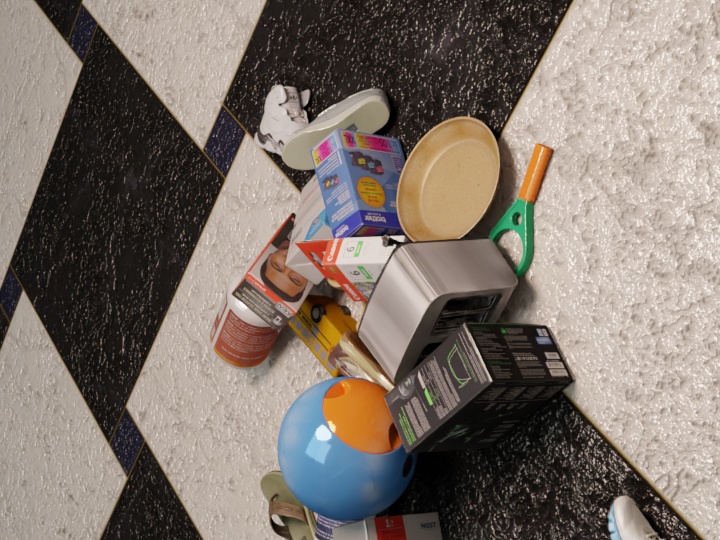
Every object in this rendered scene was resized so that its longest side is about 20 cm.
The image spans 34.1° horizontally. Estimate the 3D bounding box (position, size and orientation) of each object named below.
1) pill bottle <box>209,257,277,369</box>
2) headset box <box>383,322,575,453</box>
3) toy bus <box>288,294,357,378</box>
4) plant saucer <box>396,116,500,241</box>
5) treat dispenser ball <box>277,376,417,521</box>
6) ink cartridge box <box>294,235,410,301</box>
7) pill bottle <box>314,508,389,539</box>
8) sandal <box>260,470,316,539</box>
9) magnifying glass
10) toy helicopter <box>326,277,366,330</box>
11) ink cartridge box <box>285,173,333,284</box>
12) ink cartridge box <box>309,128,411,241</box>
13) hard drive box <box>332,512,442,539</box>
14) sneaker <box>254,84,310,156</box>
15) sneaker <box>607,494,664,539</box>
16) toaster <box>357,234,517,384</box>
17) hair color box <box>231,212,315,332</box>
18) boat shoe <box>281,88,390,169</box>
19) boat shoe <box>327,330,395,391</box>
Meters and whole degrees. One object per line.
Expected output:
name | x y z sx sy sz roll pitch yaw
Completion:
pill bottle | -0.183 0.071 2.004 0.113 0.111 0.201 65 146 30
headset box | 0.156 0.165 1.599 0.200 0.173 0.093 -47 55 36
toy bus | -0.038 0.112 1.905 0.200 0.065 0.079 46 120 41
plant saucer | 0.137 -0.126 1.731 0.199 0.035 0.202 -21 60 40
treat dispenser ball | -0.018 0.252 1.666 0.200 0.200 0.203 -6 81 48
ink cartridge box | 0.000 0.000 1.758 0.198 0.109 0.051 -2 57 32
pill bottle | -0.013 0.383 1.815 0.111 0.110 0.202 10 93 48
sandal | -0.118 0.419 1.970 0.080 0.057 0.202 -55 49 29
magnifying glass | 0.227 -0.080 1.660 0.079 0.022 0.202 32 112 46
toy helicopter | 0.028 0.036 1.825 0.199 0.079 0.133 35 90 32
ink cartridge box | -0.053 -0.090 1.904 0.116 0.068 0.201 -45 23 35
ink cartridge box | 0.016 -0.108 1.811 0.076 0.136 0.202 -35 62 44
hard drive box | 0.053 0.461 1.700 0.077 0.155 0.202 -27 68 43
sneaker | -0.112 -0.254 2.015 0.199 0.075 0.116 24 107 51
sneaker | 0.373 0.358 1.422 0.086 0.075 0.201 -37 67 31
toaster | 0.102 0.051 1.642 0.119 0.199 0.182 53 134 37
hair color box | -0.121 0.000 1.899 0.101 0.200 0.061 39 126 -7
boat shoe | -0.038 -0.231 1.909 0.200 0.070 0.072 -27 28 19
boat shoe | 0.029 0.184 1.777 0.200 0.072 0.072 45 110 9
